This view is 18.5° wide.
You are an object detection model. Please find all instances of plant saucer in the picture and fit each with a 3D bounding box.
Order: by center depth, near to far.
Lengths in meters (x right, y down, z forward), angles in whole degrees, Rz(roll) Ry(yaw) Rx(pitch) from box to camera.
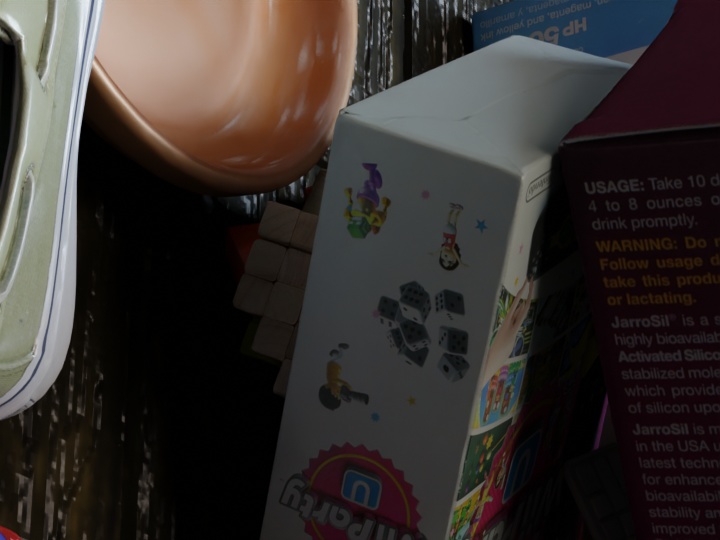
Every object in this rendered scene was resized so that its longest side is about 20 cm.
[{"bbox_3d":[-0.066,-0.118,0.701,0.200,0.037,0.200,34,49,-52],"label":"plant saucer"}]

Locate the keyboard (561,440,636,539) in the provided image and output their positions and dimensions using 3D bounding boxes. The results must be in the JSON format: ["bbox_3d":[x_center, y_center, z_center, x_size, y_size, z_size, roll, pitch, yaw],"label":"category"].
[{"bbox_3d":[0.121,0.147,0.711,0.056,0.011,0.200,-11,74,-56],"label":"keyboard"}]

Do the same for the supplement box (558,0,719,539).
[{"bbox_3d":[0.142,0.026,0.666,0.131,0.103,0.200,-46,128,-55],"label":"supplement box"}]

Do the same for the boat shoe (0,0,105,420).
[{"bbox_3d":[-0.099,-0.061,0.564,0.062,0.072,0.200,93,-8,-78],"label":"boat shoe"}]

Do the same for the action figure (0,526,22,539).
[{"bbox_3d":[-0.121,0.056,0.515,0.200,0.052,0.065,62,37,-34],"label":"action figure"}]

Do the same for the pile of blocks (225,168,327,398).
[{"bbox_3d":[0.000,0.000,0.758,0.200,0.062,0.082,-25,130,-62],"label":"pile of blocks"}]

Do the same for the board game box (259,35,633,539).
[{"bbox_3d":[0.031,0.039,0.692,0.148,0.064,0.200,-30,135,-60],"label":"board game box"}]

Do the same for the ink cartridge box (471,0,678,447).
[{"bbox_3d":[0.131,-0.011,0.919,0.129,0.125,0.200,30,54,-53],"label":"ink cartridge box"}]

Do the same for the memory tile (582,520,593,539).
[{"bbox_3d":[0.137,0.157,0.746,0.200,0.017,0.153,57,38,-2],"label":"memory tile"}]

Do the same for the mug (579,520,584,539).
[{"bbox_3d":[0.129,0.168,0.812,0.178,0.133,0.200,104,-17,-65],"label":"mug"}]
